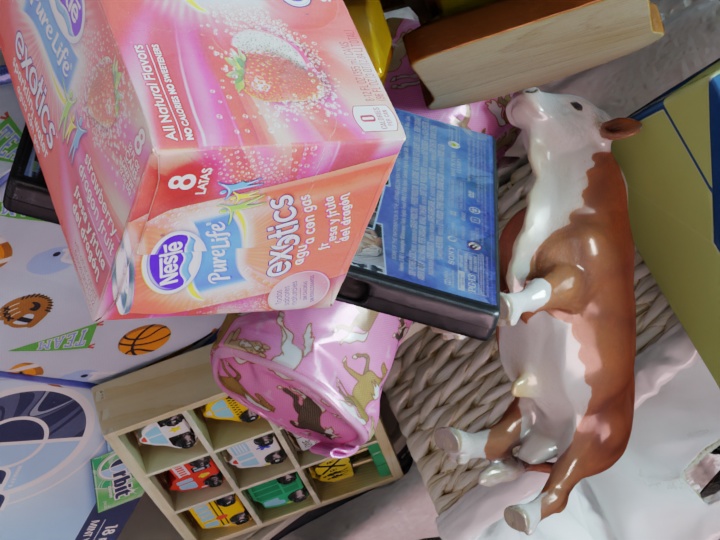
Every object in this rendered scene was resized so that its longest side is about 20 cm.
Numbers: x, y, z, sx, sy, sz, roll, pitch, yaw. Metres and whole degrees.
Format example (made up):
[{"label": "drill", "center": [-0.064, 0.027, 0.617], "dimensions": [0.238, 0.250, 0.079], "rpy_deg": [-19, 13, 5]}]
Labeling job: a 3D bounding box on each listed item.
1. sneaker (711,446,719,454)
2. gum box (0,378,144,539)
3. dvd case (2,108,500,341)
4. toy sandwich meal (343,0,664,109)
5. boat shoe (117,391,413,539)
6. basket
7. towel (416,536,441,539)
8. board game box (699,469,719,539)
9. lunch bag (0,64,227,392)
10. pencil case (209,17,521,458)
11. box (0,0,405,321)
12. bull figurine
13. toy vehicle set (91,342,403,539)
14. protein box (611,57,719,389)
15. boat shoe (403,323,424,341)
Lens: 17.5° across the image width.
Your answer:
[{"label": "sneaker", "center": [0.189, 0.083, 1.408], "dimensions": [0.200, 0.085, 0.078], "rpy_deg": [-38, 145, 17]}, {"label": "gum box", "center": [-0.195, 0.092, 1.185], "dimensions": [0.199, 0.045, 0.170], "rpy_deg": [-1, 138, -34]}, {"label": "dvd case", "center": [-0.039, -0.041, 0.957], "dimensions": [0.199, 0.143, 0.018], "rpy_deg": [16, 123, -7]}, {"label": "toy sandwich meal", "center": [0.057, -0.115, 0.953], "dimensions": [0.204, 0.071, 0.205], "rpy_deg": [-19, 178, -1]}, {"label": "boat shoe", "center": [-0.057, 0.135, 1.316], "dimensions": [0.199, 0.073, 0.063], "rpy_deg": [-28, 146, -4]}, {"label": "basket", "center": [0.139, 0.053, 1.262], "dimensions": [0.198, 0.161, 0.200], "rpy_deg": [-41, 144, 20]}, {"label": "towel", "center": [0.017, 0.170, 1.339], "dimensions": [0.199, 0.035, 0.192], "rpy_deg": [-9, 180, 23]}, {"label": "board game box", "center": [0.263, 0.114, 1.333], "dimensions": [0.136, 0.035, 0.200], "rpy_deg": [-46, -174, -12]}, {"label": "lunch bag", "center": [-0.137, -0.012, 1.061], "dimensions": [0.199, 0.076, 0.160], "rpy_deg": [14, 131, -46]}, {"label": "pencil case", "center": [0.005, -0.016, 1.055], "dimensions": [0.201, 0.086, 0.083], "rpy_deg": [-62, 170, -22]}, {"label": "box", "center": [-0.072, -0.087, 0.884], "dimensions": [0.102, 0.201, 0.095], "rpy_deg": [-3, 140, -25]}, {"label": "bull figurine", "center": [0.086, 0.019, 1.065], "dimensions": [0.121, 0.065, 0.201], "rpy_deg": [-35, 127, -38]}, {"label": "toy vehicle set", "center": [-0.052, 0.084, 1.189], "dimensions": [0.124, 0.027, 0.200], "rpy_deg": [-20, 156, 1]}, {"label": "protein box", "center": [0.252, -0.034, 1.084], "dimensions": [0.200, 0.199, 0.135], "rpy_deg": [-31, -179, -23]}, {"label": "boat shoe", "center": [0.000, 0.000, 1.174], "dimensions": [0.067, 0.072, 0.200], "rpy_deg": [5, 138, -40]}]
